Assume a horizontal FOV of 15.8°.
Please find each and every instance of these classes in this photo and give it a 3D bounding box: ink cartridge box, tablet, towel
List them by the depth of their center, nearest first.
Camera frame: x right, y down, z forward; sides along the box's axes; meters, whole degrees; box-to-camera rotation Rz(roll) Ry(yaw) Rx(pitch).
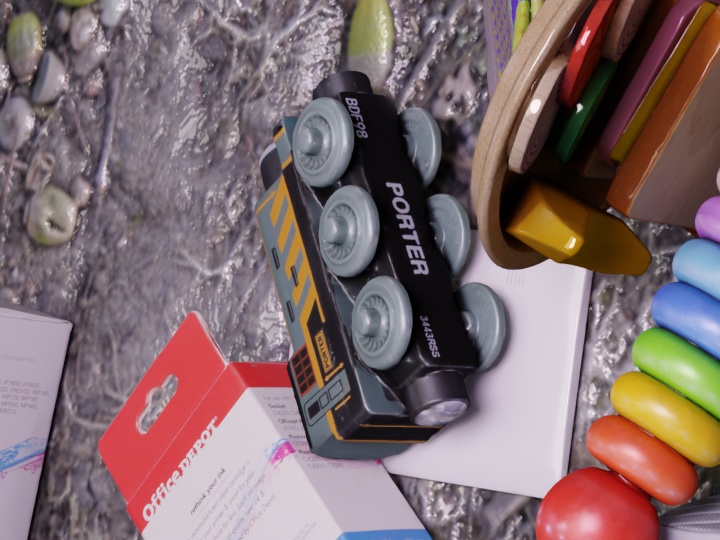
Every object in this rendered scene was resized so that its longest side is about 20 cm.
[{"bbox_3d":[0.073,-0.109,1.230,0.023,0.200,0.144,-4,75,1],"label":"towel"},{"bbox_3d":[0.035,0.042,1.335,0.200,0.014,0.130,5,87,46],"label":"tablet"},{"bbox_3d":[-0.047,0.128,1.351,0.116,0.067,0.200,-53,54,28],"label":"ink cartridge box"},{"bbox_3d":[-0.265,0.109,1.573,0.148,0.086,0.200,15,92,46],"label":"ink cartridge box"}]

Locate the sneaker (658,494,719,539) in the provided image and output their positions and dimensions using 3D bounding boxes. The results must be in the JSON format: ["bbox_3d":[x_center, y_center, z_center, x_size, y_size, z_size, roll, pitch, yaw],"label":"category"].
[{"bbox_3d":[0.203,0.139,1.112,0.200,0.073,0.071,6,109,55],"label":"sneaker"}]

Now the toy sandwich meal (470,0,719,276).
[{"bbox_3d":[0.127,-0.070,1.136,0.070,0.205,0.205,33,107,23],"label":"toy sandwich meal"}]

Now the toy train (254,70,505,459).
[{"bbox_3d":[0.000,0.000,1.315,0.114,0.085,0.200,-44,55,42],"label":"toy train"}]

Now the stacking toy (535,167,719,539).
[{"bbox_3d":[0.143,0.050,1.135,0.085,0.085,0.200,33,86,43],"label":"stacking toy"}]
